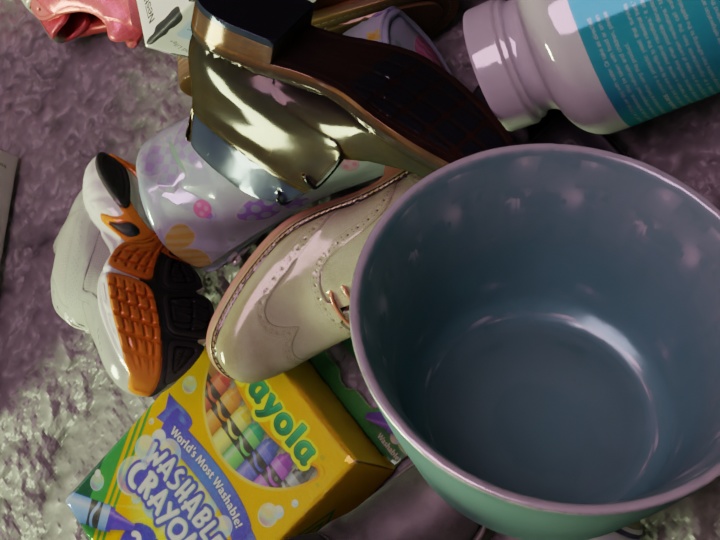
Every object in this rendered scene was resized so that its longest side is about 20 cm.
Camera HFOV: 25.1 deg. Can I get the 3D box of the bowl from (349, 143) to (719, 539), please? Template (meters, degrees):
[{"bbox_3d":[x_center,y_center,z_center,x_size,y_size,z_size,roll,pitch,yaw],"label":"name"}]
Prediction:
[{"bbox_3d":[0.093,0.049,0.775,0.199,0.105,0.202,1,54,-2],"label":"bowl"}]

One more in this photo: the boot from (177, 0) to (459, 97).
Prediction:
[{"bbox_3d":[-0.032,-0.200,0.999,0.199,0.077,0.156,-13,68,35],"label":"boot"}]

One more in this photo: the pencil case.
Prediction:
[{"bbox_3d":[-0.038,-0.074,0.951,0.199,0.083,0.091,-26,73,26],"label":"pencil case"}]

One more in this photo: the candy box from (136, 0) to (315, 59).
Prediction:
[{"bbox_3d":[-0.054,-0.239,0.910,0.200,0.071,0.169,-37,57,37],"label":"candy box"}]

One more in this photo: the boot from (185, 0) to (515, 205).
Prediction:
[{"bbox_3d":[-0.010,-0.072,0.866,0.199,0.075,0.097,33,131,15],"label":"boot"}]

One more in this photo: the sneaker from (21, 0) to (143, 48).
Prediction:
[{"bbox_3d":[-0.212,-0.202,1.095,0.199,0.074,0.087,18,91,33],"label":"sneaker"}]

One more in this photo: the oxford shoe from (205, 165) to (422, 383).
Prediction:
[{"bbox_3d":[0.000,0.000,0.877,0.200,0.071,0.074,-39,31,7],"label":"oxford shoe"}]

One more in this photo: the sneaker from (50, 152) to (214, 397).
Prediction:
[{"bbox_3d":[-0.148,0.019,0.992,0.092,0.075,0.201,-52,31,25],"label":"sneaker"}]

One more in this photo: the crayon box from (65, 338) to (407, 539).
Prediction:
[{"bbox_3d":[-0.069,0.115,0.950,0.200,0.052,0.126,-47,60,12],"label":"crayon box"}]

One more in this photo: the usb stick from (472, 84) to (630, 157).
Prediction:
[{"bbox_3d":[0.129,-0.041,0.882,0.055,0.033,0.200,-43,61,7],"label":"usb stick"}]

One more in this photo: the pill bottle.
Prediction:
[{"bbox_3d":[0.156,-0.139,0.834,0.199,0.111,0.111,-21,69,19],"label":"pill bottle"}]

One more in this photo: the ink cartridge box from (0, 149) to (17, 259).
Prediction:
[{"bbox_3d":[-0.327,0.008,1.105,0.146,0.083,0.201,2,79,31],"label":"ink cartridge box"}]

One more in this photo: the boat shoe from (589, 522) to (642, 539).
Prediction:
[{"bbox_3d":[0.088,0.067,0.858,0.062,0.072,0.200,-47,58,14],"label":"boat shoe"}]

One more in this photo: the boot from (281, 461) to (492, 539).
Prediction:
[{"bbox_3d":[-0.032,0.152,0.831,0.182,0.200,0.073,-45,61,14],"label":"boot"}]
